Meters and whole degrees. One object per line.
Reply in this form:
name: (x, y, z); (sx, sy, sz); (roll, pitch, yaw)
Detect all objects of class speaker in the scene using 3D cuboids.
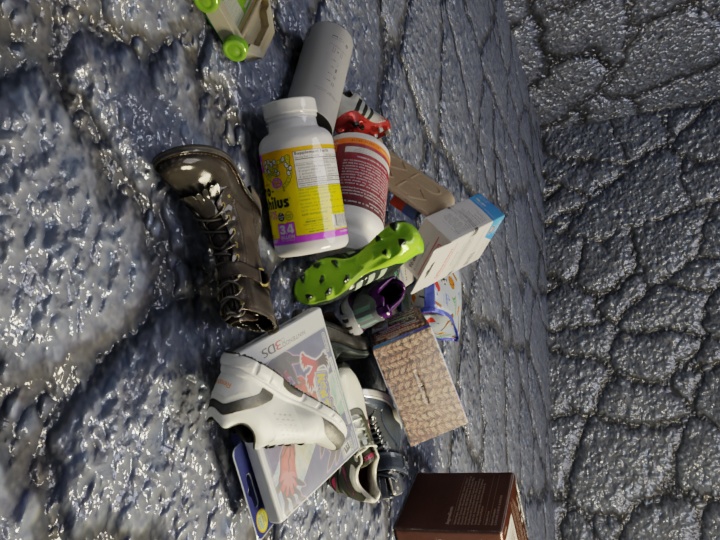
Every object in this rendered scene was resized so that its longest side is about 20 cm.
speaker: (-0.063, -0.283, 1.029); (0.081, 0.080, 0.202); (55, 36, -47)

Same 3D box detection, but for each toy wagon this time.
toy wagon: (-0.170, -0.371, 0.862); (0.201, 0.039, 0.157); (59, 33, -42)

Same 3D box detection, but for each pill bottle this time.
pill bottle: (-0.080, -0.124, 0.917); (0.104, 0.103, 0.203); (-18, 100, -66)
pill bottle: (-0.016, -0.101, 1.047); (0.113, 0.111, 0.203); (49, 40, -51)

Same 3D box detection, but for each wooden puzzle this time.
wooden puzzle: (0.073, -0.160, 1.262); (0.199, 0.046, 0.185); (40, 27, 6)

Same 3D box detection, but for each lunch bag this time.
lunch bag: (0.136, 0.033, 1.333); (0.200, 0.122, 0.173); (65, 25, -68)

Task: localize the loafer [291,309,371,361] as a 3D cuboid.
loafer: (-0.039, 0.096, 0.993); (0.199, 0.072, 0.074); (15, 66, -66)

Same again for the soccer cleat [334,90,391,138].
soccer cleat: (-0.003, -0.268, 1.179); (0.199, 0.068, 0.086); (-9, 73, -65)

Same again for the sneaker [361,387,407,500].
sneaker: (0.019, 0.276, 1.065); (0.203, 0.076, 0.148); (53, 35, -51)

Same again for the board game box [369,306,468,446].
board game box: (0.087, 0.163, 1.109); (0.200, 0.096, 0.161); (-103, 171, -83)

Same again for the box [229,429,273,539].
box: (-0.103, 0.226, 0.853); (0.200, 0.032, 0.123); (-39, 119, -62)

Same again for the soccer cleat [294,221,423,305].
soccer cleat: (0.000, 0.000, 0.953); (0.081, 0.198, 0.068); (35, 32, -60)

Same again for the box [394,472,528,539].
box: (0.191, 0.487, 1.247); (0.164, 0.197, 0.168); (-48, 127, -60)

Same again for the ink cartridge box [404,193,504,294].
ink cartridge box: (0.149, -0.048, 1.182); (0.199, 0.068, 0.117); (-25, 151, -40)

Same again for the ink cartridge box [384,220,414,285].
ink cartridge box: (0.041, -0.022, 1.209); (0.200, 0.066, 0.119); (-27, 109, -65)

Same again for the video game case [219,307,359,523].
video game case: (-0.078, 0.168, 0.833); (0.182, 0.023, 0.203); (-27, 105, -55)

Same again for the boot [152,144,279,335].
boot: (-0.145, -0.026, 0.739); (0.200, 0.068, 0.176); (39, 35, -60)

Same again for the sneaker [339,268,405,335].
sneaker: (0.044, 0.026, 1.026); (0.075, 0.087, 0.201); (59, 32, -18)

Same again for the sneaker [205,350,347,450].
sneaker: (-0.092, 0.163, 0.747); (0.200, 0.073, 0.081); (39, 64, -38)

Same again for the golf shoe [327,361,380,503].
golf shoe: (-0.007, 0.229, 0.964); (0.076, 0.088, 0.203); (-17, 106, -32)
